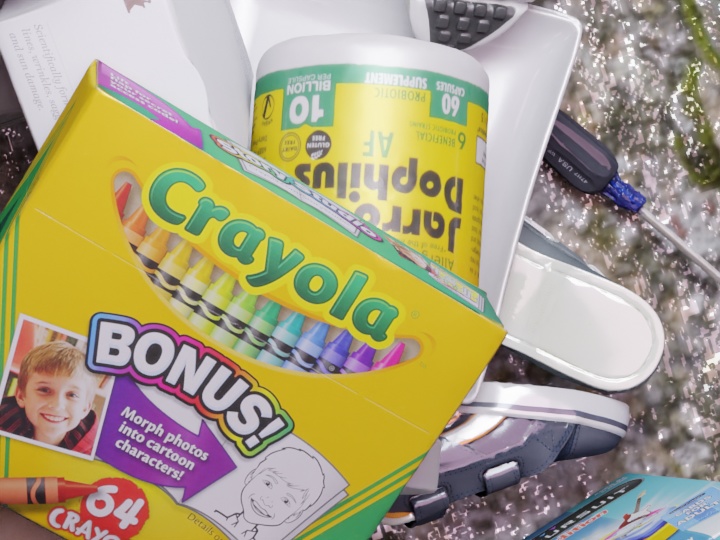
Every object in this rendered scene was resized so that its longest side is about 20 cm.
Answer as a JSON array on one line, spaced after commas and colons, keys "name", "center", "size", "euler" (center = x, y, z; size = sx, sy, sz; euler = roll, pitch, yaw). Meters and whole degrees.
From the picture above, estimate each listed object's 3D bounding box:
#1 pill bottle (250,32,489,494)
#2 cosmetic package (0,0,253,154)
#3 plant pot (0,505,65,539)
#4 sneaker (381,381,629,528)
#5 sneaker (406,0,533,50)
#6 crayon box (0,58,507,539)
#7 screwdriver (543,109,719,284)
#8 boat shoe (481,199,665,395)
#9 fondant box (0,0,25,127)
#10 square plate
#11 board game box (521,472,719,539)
[{"name": "pill bottle", "center": [0.000, 0.000, 1.093], "size": [0.112, 0.113, 0.202], "euler": [6, 81, -14]}, {"name": "cosmetic package", "center": [-0.102, -0.098, 1.068], "size": [0.081, 0.200, 0.114], "euler": [-17, 108, 6]}, {"name": "plant pot", "center": [-0.136, 0.191, 1.083], "size": [0.200, 0.200, 0.178], "euler": [39, 69, -10]}, {"name": "sneaker", "center": [0.035, 0.092, 1.185], "size": [0.198, 0.078, 0.080], "euler": [4, 81, -3]}, {"name": "sneaker", "center": [0.063, -0.206, 1.137], "size": [0.075, 0.081, 0.201], "euler": [9, 106, -19]}, {"name": "crayon box", "center": [-0.069, 0.039, 0.982], "size": [0.199, 0.058, 0.173], "euler": [30, 104, -15]}, {"name": "screwdriver", "center": [0.162, -0.025, 1.246], "size": [0.199, 0.028, 0.029], "euler": [35, 108, -8]}, {"name": "boat shoe", "center": [0.065, 0.000, 1.203], "size": [0.199, 0.062, 0.073], "euler": [30, 91, 9]}, {"name": "fondant box", "center": [-0.213, -0.132, 1.073], "size": [0.058, 0.200, 0.145], "euler": [-16, 92, 23]}, {"name": "square plate", "center": [-0.008, -0.053, 1.175], "size": [0.197, 0.028, 0.202], "euler": [16, 83, 10]}, {"name": "board game box", "center": [0.115, 0.158, 1.138], "size": [0.150, 0.200, 0.047], "euler": [-31, 95, -14]}]
